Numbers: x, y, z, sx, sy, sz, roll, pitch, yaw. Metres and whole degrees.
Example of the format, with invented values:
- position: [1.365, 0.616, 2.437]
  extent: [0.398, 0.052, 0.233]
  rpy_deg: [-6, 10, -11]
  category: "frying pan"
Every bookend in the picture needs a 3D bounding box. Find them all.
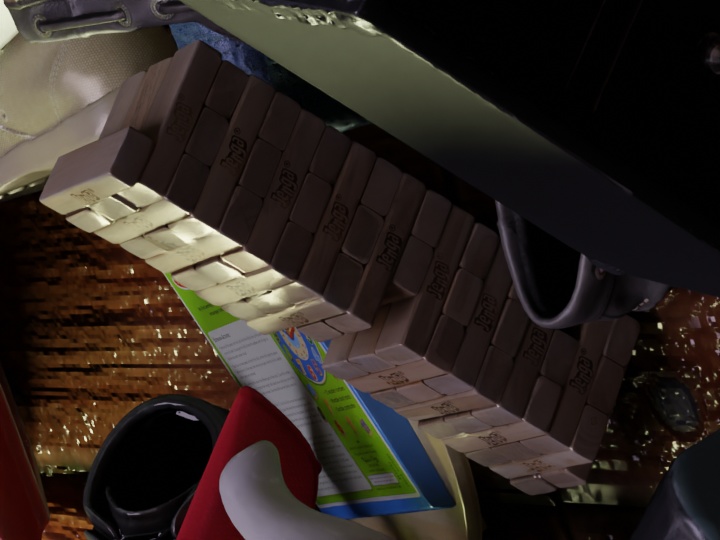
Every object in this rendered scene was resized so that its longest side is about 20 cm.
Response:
- position: [0.075, -0.118, 0.816]
  extent: [0.200, 0.199, 0.092]
  rpy_deg: [31, 170, -40]
  category: "bookend"

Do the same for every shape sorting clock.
- position: [-0.014, 0.026, 1.091]
  extent: [0.200, 0.039, 0.200]
  rpy_deg: [49, 162, 21]
  category: "shape sorting clock"

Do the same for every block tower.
- position: [0.000, 0.000, 0.959]
  extent: [0.200, 0.058, 0.054]
  rpy_deg: [30, 156, -22]
  category: "block tower"

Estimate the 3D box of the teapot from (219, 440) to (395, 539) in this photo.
- position: [-0.010, 0.195, 0.990]
  extent: [0.146, 0.200, 0.197]
  rpy_deg: [1, 131, 40]
  category: "teapot"

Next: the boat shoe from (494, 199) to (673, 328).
- position: [0.062, -0.076, 0.918]
  extent: [0.067, 0.057, 0.200]
  rpy_deg: [12, 122, 51]
  category: "boat shoe"

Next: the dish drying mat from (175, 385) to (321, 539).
- position: [-0.062, 0.145, 1.050]
  extent: [0.018, 0.200, 0.077]
  rpy_deg: [14, 160, 26]
  category: "dish drying mat"

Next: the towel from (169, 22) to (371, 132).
- position: [-0.030, -0.138, 0.972]
  extent: [0.112, 0.049, 0.200]
  rpy_deg: [-14, 103, 23]
  category: "towel"

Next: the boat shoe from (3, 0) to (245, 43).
- position: [-0.032, -0.103, 0.921]
  extent: [0.201, 0.072, 0.066]
  rpy_deg: [-1, 122, 30]
  category: "boat shoe"

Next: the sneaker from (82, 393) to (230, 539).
- position: [-0.068, 0.138, 1.128]
  extent: [0.071, 0.099, 0.200]
  rpy_deg: [-9, 65, 23]
  category: "sneaker"

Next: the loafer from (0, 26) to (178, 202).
- position: [-0.126, -0.069, 1.176]
  extent: [0.200, 0.076, 0.068]
  rpy_deg: [-19, 91, 54]
  category: "loafer"

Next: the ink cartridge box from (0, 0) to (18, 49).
- position: [-0.177, -0.146, 1.124]
  extent: [0.200, 0.087, 0.145]
  rpy_deg: [-34, 50, 58]
  category: "ink cartridge box"

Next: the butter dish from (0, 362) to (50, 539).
- position: [-0.228, 0.062, 1.296]
  extent: [0.200, 0.148, 0.200]
  rpy_deg: [-131, 23, -76]
  category: "butter dish"

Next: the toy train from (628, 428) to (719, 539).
- position: [0.119, 0.105, 0.909]
  extent: [0.085, 0.114, 0.200]
  rpy_deg: [50, 145, 22]
  category: "toy train"
